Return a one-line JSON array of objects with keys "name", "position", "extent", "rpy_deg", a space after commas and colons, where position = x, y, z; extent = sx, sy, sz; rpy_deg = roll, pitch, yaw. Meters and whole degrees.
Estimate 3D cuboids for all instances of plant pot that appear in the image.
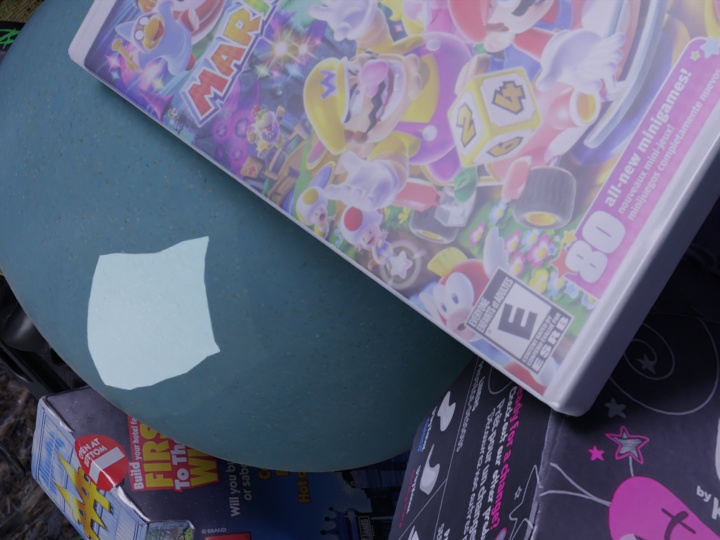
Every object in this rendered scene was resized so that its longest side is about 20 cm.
[{"name": "plant pot", "position": [-0.009, -0.055, 0.716], "extent": [0.200, 0.200, 0.135], "rpy_deg": [42, 140, 2]}]

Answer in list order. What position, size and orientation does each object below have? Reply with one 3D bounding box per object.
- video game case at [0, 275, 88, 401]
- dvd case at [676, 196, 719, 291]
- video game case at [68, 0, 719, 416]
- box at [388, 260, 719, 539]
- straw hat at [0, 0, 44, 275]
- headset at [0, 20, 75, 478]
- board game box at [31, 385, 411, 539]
[{"name": "video game case", "position": [-0.106, -0.055, 0.953], "extent": [0.025, 0.200, 0.181], "rpy_deg": [20, 157, 36]}, {"name": "dvd case", "position": [0.106, 0.002, 0.642], "extent": [0.200, 0.148, 0.016], "rpy_deg": [49, -148, -31]}, {"name": "video game case", "position": [0.020, -0.073, 0.597], "extent": [0.200, 0.144, 0.018], "rpy_deg": [36, -170, 33]}, {"name": "box", "position": [0.115, 0.100, 0.625], "extent": [0.199, 0.132, 0.115], "rpy_deg": [26, 132, -9]}, {"name": "straw hat", "position": [-0.092, -0.083, 0.857], "extent": [0.085, 0.201, 0.201], "rpy_deg": [7, 145, 50]}, {"name": "headset", "position": [-0.138, -0.005, 0.832], "extent": [0.094, 0.123, 0.201], "rpy_deg": [-103, 20, -57]}, {"name": "board game box", "position": [-0.019, 0.104, 0.826], "extent": [0.062, 0.199, 0.201], "rpy_deg": [106, 160, -53]}]
